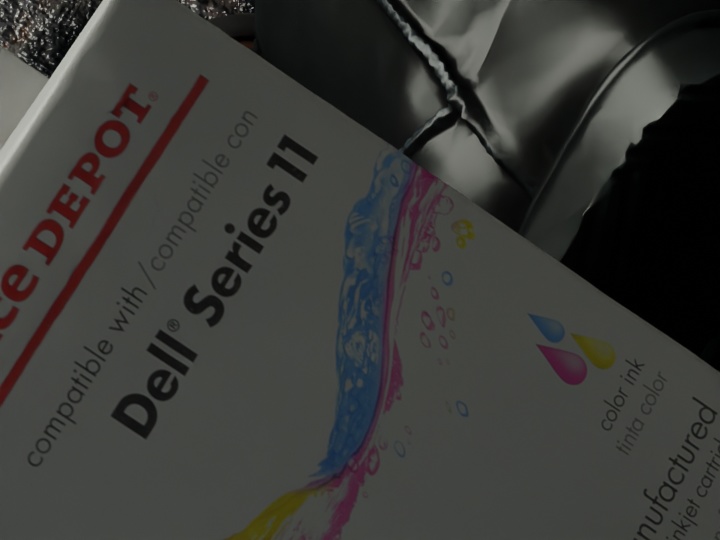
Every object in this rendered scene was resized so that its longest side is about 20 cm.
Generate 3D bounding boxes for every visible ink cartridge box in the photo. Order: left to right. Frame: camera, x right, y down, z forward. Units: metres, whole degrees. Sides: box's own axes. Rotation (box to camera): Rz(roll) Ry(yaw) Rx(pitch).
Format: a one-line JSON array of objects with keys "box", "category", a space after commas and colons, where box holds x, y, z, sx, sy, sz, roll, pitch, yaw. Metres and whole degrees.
[{"box": [-0.030, 0.031, 0.477, 0.118, 0.199, 0.067, -59, 7, -20], "category": "ink cartridge box"}]

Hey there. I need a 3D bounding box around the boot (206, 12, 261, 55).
[{"box": [-0.035, 0.032, 0.640, 0.069, 0.187, 0.201, -49, 53, 40], "category": "boot"}]

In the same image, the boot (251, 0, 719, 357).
[{"box": [0.014, -0.021, 0.606, 0.199, 0.073, 0.163, -59, 40, 23], "category": "boot"}]
